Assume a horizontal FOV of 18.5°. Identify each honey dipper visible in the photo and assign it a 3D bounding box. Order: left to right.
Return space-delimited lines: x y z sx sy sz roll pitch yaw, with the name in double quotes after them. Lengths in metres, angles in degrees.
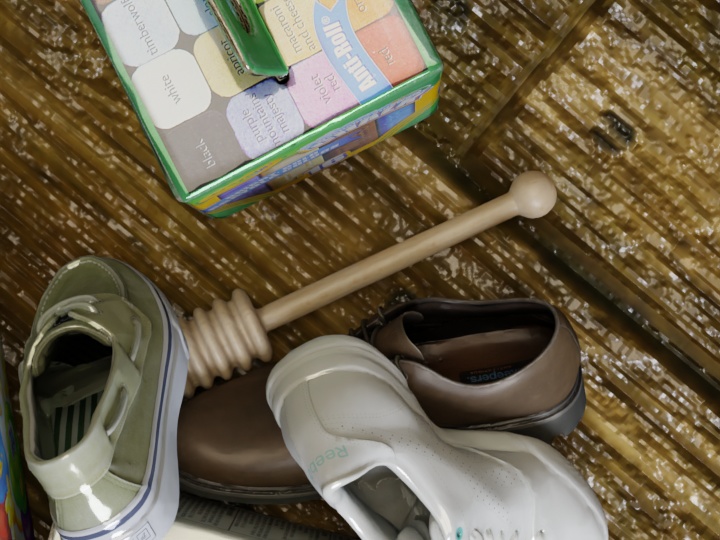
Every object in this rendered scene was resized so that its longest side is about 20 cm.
0.000 0.000 1.033 0.199 0.038 0.038 -26 89 -3 "honey dipper"

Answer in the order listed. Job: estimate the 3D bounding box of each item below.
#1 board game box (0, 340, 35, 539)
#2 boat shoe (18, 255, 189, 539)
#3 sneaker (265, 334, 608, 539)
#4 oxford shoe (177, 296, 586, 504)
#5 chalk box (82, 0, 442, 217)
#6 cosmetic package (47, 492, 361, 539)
-0.214 0.060 0.995 0.102 0.105 0.201 -10 89 -1 "board game box"
-0.113 0.043 0.954 0.072 0.200 0.062 -22 123 2 "boat shoe"
0.039 0.109 0.956 0.200 0.089 0.075 31 117 -36 "sneaker"
0.001 0.048 0.999 0.199 0.085 0.073 -15 53 -4 "oxford shoe"
-0.044 -0.107 0.945 0.123 0.200 0.125 -26 89 -1 "chalk box"
-0.041 0.152 0.994 0.199 0.104 0.074 16 91 1 "cosmetic package"
